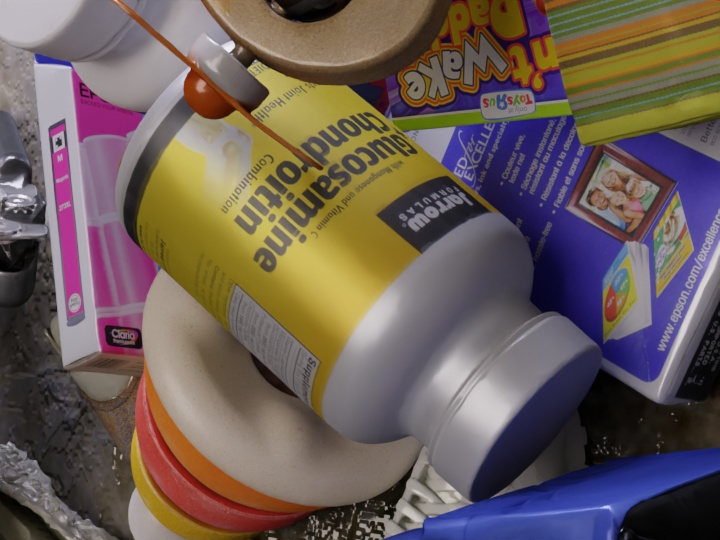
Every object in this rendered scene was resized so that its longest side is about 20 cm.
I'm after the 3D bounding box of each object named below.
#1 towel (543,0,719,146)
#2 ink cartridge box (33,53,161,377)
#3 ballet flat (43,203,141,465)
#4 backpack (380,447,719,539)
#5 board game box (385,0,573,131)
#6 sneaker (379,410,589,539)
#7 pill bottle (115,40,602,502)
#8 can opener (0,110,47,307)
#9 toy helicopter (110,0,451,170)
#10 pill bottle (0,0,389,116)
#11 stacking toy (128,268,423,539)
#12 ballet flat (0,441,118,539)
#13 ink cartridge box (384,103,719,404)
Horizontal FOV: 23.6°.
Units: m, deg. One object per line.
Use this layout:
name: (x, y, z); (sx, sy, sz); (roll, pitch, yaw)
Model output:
towel: (0.096, -0.151, 0.632); (0.086, 0.018, 0.201); (-11, 95, 38)
ink cartridge box: (-0.122, -0.043, 0.915); (0.037, 0.094, 0.201); (-24, 68, 37)
ballet flat: (-0.142, 0.012, 0.944); (0.068, 0.067, 0.201); (-22, 69, 37)
backpack: (0.098, 0.177, 0.645); (0.167, 0.162, 0.201); (-13, 87, 46)
board game box: (0.091, -0.131, 0.683); (0.199, 0.045, 0.135); (-2, 102, 42)
sneaker: (0.039, 0.126, 0.754); (0.076, 0.080, 0.201); (15, 92, 44)
pill bottle: (0.000, 0.000, 0.717); (0.200, 0.112, 0.112); (41, 111, 21)
can opener: (-0.213, -0.037, 0.980); (0.200, 0.053, 0.067); (-129, 43, -65)
toy helicopter: (-0.060, -0.119, 0.675); (0.199, 0.079, 0.133); (14, 86, 18)
pill bottle: (-0.072, -0.127, 0.811); (0.119, 0.199, 0.120); (-7, 79, 41)
stacking toy: (-0.069, 0.087, 0.844); (0.200, 0.145, 0.147); (-50, 53, 43)
ballet flat: (-0.177, 0.164, 0.956); (0.200, 0.072, 0.072); (33, 106, 39)
ink cartridge box: (0.105, -0.074, 0.748); (0.200, 0.043, 0.199); (32, 105, 39)
